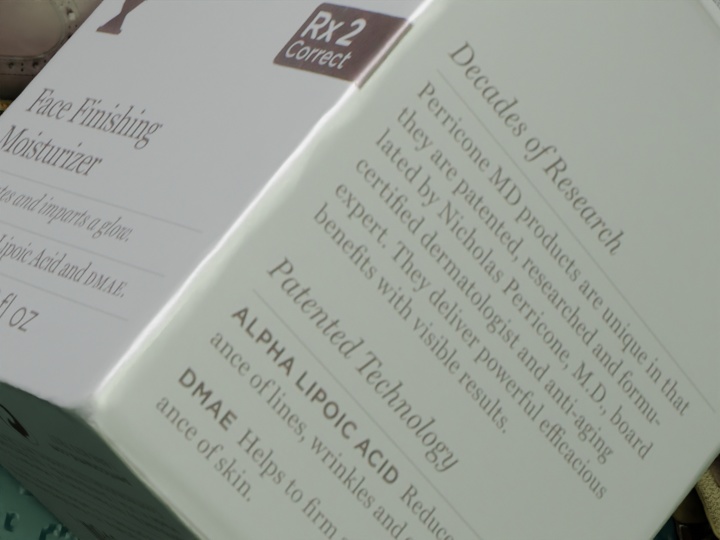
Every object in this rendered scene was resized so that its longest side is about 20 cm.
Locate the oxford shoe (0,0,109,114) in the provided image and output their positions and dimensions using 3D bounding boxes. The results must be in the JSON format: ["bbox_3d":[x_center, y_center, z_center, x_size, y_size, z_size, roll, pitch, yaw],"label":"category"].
[{"bbox_3d":[-0.136,-0.097,0.807,0.199,0.072,0.072,22,80,-18],"label":"oxford shoe"}]

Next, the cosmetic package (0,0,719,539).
[{"bbox_3d":[0.000,0.000,0.784,0.200,0.165,0.165,-51,121,-15],"label":"cosmetic package"}]

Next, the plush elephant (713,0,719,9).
[{"bbox_3d":[0.152,-0.076,0.866,0.199,0.165,0.156,5,69,9],"label":"plush elephant"}]

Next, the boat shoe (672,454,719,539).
[{"bbox_3d":[0.130,0.087,0.898,0.200,0.072,0.072,-44,103,-9],"label":"boat shoe"}]
